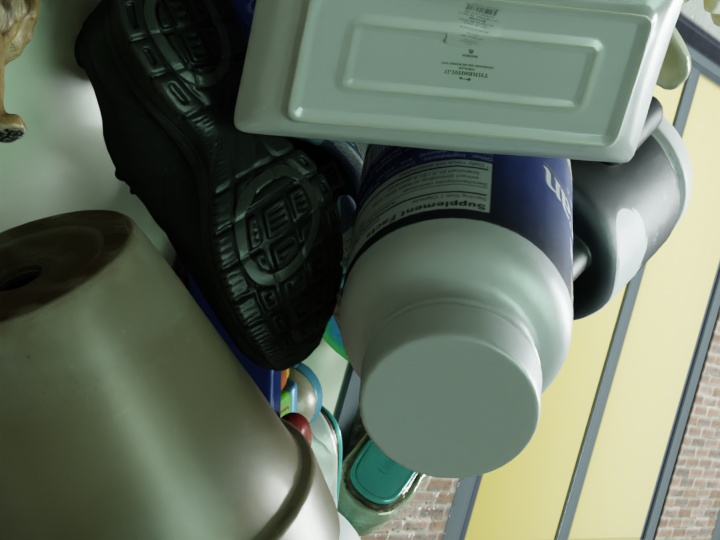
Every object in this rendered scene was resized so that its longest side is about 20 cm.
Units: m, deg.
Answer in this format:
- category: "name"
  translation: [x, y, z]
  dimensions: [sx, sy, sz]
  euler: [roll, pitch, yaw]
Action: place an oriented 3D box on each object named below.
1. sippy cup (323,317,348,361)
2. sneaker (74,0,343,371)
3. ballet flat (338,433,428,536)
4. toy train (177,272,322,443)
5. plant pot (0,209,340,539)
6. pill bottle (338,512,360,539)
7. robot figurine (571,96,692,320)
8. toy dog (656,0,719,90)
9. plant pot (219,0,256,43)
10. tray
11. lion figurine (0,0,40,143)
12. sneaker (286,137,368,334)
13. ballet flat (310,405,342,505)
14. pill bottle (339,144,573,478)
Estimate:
- category: "sippy cup"
  translation: [0.051, -0.010, 1.166]
  dimensions: [0.139, 0.177, 0.131]
  euler: [34, 59, -24]
- category: "sneaker"
  translation: [-0.074, -0.046, 0.897]
  dimensions: [0.076, 0.090, 0.202]
  euler: [-23, 92, -36]
- category: "ballet flat"
  translation: [0.040, 0.104, 1.282]
  dimensions: [0.200, 0.067, 0.063]
  euler: [-44, 168, -36]
- category: "toy train"
  translation: [-0.056, 0.012, 1.048]
  dimensions: [0.116, 0.084, 0.202]
  euler: [-32, 125, -71]
- category: "plant pot"
  translation: [-0.127, 0.076, 0.858]
  dimensions: [0.200, 0.198, 0.175]
  euler: [-43, 123, -42]
- category: "pill bottle"
  translation: [-0.068, 0.222, 1.043]
  dimensions: [0.200, 0.113, 0.115]
  euler: [-62, 154, -54]
- category: "robot figurine"
  translation: [0.152, -0.045, 1.321]
  dimensions: [0.200, 0.149, 0.126]
  euler: [-41, 116, -43]
- category: "toy dog"
  translation: [0.183, -0.231, 1.294]
  dimensions: [0.194, 0.139, 0.200]
  euler: [52, 54, -12]
- category: "plant pot"
  translation: [-0.002, -0.190, 0.920]
  dimensions: [0.200, 0.178, 0.201]
  euler: [-48, 143, -38]
- category: "tray"
  translation: [0.048, -0.097, 0.848]
  dimensions: [0.198, 0.022, 0.108]
  euler: [4, 123, -15]
- category: "lion figurine"
  translation: [-0.198, -0.107, 0.733]
  dimensions: [0.199, 0.072, 0.124]
  euler: [10, 62, -54]
- category: "sneaker"
  translation: [0.000, 0.000, 1.030]
  dimensions: [0.077, 0.201, 0.086]
  euler: [-35, 163, 10]
- category: "ballet flat"
  translation: [-0.043, 0.176, 1.169]
  dimensions: [0.069, 0.069, 0.202]
  euler: [-36, 130, -47]
- category: "pill bottle"
  translation: [0.048, 0.003, 0.904]
  dimensions: [0.201, 0.110, 0.112]
  euler: [-81, 168, -54]
